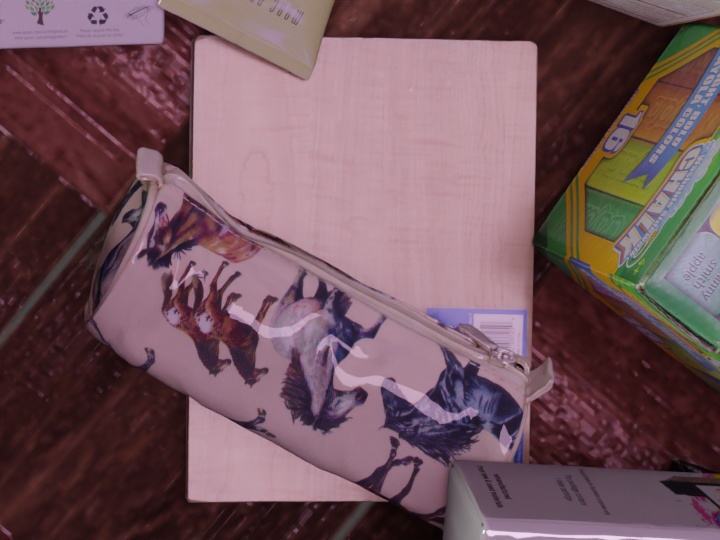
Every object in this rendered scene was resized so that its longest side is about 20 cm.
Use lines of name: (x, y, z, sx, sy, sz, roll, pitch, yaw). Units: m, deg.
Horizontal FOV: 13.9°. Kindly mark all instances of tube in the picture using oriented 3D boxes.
tube: (-0.012, -0.186, 1.249, 0.058, 0.052, 0.201, 24, 87, 16)

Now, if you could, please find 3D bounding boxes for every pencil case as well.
pencil case: (-0.022, 0.029, 1.228, 0.199, 0.078, 0.090, 29, 107, -8)

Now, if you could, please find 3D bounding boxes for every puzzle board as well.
puzzle board: (0.000, 0.000, 1.279, 0.150, 0.017, 0.201, 1, 93, -8)

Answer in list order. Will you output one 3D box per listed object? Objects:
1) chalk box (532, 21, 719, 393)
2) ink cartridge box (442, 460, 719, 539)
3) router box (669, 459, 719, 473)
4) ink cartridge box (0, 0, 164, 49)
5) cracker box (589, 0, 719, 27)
chalk box: (0.174, -0.014, 1.201, 0.124, 0.200, 0.125, 37, 87, -14)
ink cartridge box: (0.132, 0.160, 1.191, 0.199, 0.084, 0.146, 3, 104, -8)
router box: (0.209, 0.183, 1.288, 0.199, 0.062, 0.151, 18, 91, -7)
ink cartridge box: (-0.129, -0.188, 1.206, 0.099, 0.039, 0.201, -1, 118, -7)
cracker box: (0.142, -0.174, 1.197, 0.057, 0.200, 0.135, 18, 90, -9)
